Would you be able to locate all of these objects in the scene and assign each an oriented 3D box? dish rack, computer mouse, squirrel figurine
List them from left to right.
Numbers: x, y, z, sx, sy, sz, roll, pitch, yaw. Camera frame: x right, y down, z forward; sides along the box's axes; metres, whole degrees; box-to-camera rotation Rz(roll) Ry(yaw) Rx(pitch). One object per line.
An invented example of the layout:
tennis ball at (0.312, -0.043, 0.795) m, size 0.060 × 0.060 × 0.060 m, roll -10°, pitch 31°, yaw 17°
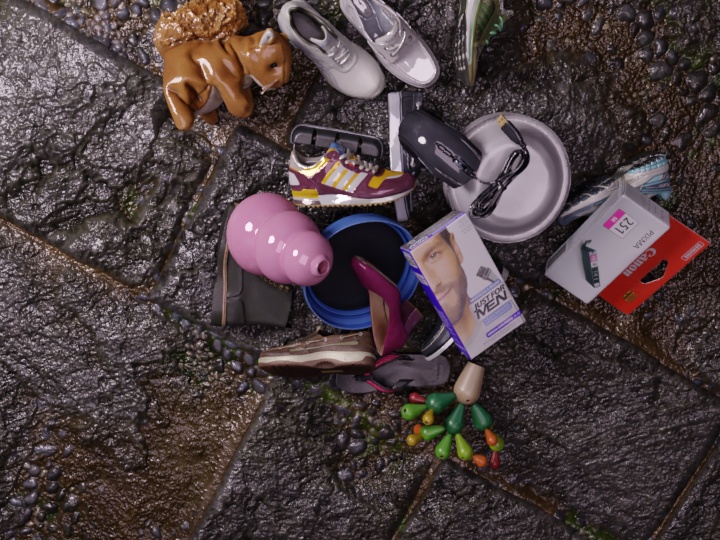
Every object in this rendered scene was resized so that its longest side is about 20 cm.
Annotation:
squirrel figurine at (-0.200, -0.327, 1.275) m, size 0.184 × 0.141 × 0.203 m, roll -21°, pitch 92°, yaw 15°
dish rack at (-0.050, -0.122, 1.373) m, size 0.150 × 0.055 × 0.204 m, roll 9°, pitch 103°, yaw -1°
computer mouse at (0.154, -0.190, 1.273) m, size 0.141 × 0.046 × 0.200 m, roll -46°, pitch 77°, yaw 7°

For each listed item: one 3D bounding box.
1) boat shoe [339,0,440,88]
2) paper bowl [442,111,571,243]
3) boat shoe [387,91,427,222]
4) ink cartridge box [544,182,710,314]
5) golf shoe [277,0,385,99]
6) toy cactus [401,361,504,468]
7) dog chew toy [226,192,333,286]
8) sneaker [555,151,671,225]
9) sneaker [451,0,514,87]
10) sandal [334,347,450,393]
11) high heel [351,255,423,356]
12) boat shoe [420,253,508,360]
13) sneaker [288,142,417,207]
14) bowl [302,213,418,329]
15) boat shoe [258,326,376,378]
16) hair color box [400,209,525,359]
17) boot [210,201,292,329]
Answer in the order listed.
boat shoe at (0.044, -0.357, 1.314) m, size 0.199 × 0.069 × 0.071 m, roll 42°, pitch 97°, yaw -9°
paper bowl at (0.231, -0.144, 1.346) m, size 0.196 × 0.104 × 0.205 m, roll 0°, pitch 101°, yaw 0°
boat shoe at (0.079, -0.180, 1.356) m, size 0.066 × 0.072 × 0.204 m, roll -2°, pitch 95°, yaw 1°
ink cartridge box at (0.420, -0.018, 1.359) m, size 0.172 × 0.044 × 0.201 m, roll 33°, pitch 130°, yaw -6°
golf shoe at (-0.045, -0.332, 1.306) m, size 0.199 × 0.097 × 0.079 m, roll 36°, pitch 98°, yaw -9°
toy cactus at (0.166, 0.237, 1.439) m, size 0.197 × 0.102 × 0.168 m, roll 22°, pitch 87°, yaw -5°
dog chew toy at (-0.113, -0.038, 1.268) m, size 0.123 × 0.199 × 0.127 m, roll -19°, pitch 121°, yaw -35°
sneaker at (0.408, -0.110, 1.370) m, size 0.197 × 0.078 × 0.087 m, roll -25°, pitch 105°, yaw 5°
sneaker at (0.194, -0.382, 1.314) m, size 0.087 × 0.077 × 0.204 m, roll 4°, pitch 104°, yaw -10°
sandal at (0.054, 0.170, 1.438) m, size 0.196 × 0.045 × 0.077 m, roll -3°, pitch 103°, yaw 0°
high heel at (0.023, 0.060, 1.342) m, size 0.096 × 0.067 × 0.200 m, roll -47°, pitch 130°, yaw -3°
boat shoe at (0.157, 0.056, 1.406) m, size 0.060 × 0.076 × 0.201 m, roll 40°, pitch 87°, yaw -9°
sneaker at (-0.014, -0.148, 1.293) m, size 0.196 × 0.075 × 0.092 m, roll -4°, pitch 107°, yaw 8°
bowl at (0.000, 0.000, 1.366) m, size 0.197 × 0.040 × 0.204 m, roll -10°, pitch 125°, yaw -15°
boat shoe at (-0.071, 0.133, 1.427) m, size 0.198 × 0.075 × 0.076 m, roll -1°, pitch 65°, yaw 8°
hair color box at (0.159, 0.021, 1.330) m, size 0.108 × 0.065 × 0.202 m, roll -33°, pitch 103°, yaw -6°
boot at (-0.167, -0.004, 1.394) m, size 0.135 × 0.078 × 0.204 m, roll 6°, pitch 108°, yaw -11°
